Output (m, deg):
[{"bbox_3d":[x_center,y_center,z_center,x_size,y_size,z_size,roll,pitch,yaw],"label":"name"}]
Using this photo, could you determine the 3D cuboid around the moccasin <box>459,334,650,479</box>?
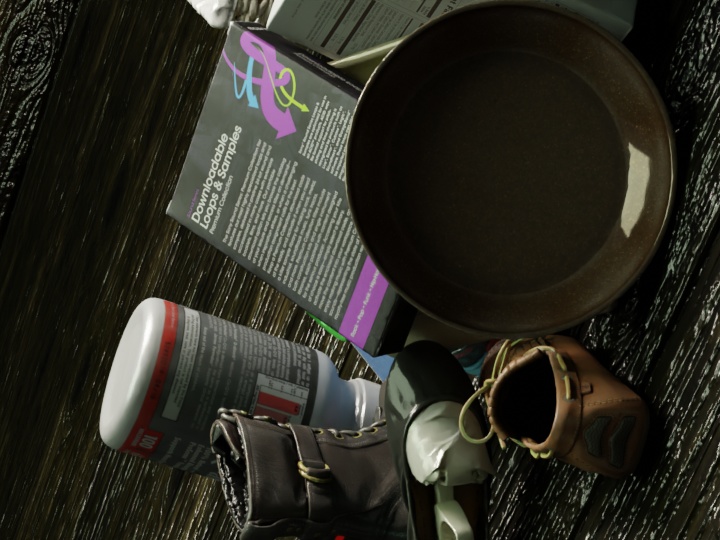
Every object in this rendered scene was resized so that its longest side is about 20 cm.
[{"bbox_3d":[0.107,0.079,1.340,0.201,0.077,0.074,-128,53,-71],"label":"moccasin"}]

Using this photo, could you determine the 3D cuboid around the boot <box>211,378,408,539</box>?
[{"bbox_3d":[-0.018,0.121,1.511,0.201,0.173,0.070,-103,32,-54],"label":"boot"}]

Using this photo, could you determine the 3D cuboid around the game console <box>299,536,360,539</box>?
[{"bbox_3d":[-0.003,0.211,1.673,0.178,0.031,0.201,-89,22,-48],"label":"game console"}]

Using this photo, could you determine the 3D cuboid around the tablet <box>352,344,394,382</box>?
[{"bbox_3d":[0.000,0.000,1.615,0.200,0.014,0.130,51,145,10],"label":"tablet"}]

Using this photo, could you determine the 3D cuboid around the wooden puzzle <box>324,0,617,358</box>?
[{"bbox_3d":[0.060,-0.053,1.397,0.184,0.037,0.202,-15,91,37],"label":"wooden puzzle"}]

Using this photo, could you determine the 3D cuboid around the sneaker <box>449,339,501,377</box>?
[{"bbox_3d":[0.085,-0.013,1.451,0.080,0.095,0.201,-103,32,-54],"label":"sneaker"}]

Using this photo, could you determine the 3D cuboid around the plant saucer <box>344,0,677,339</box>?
[{"bbox_3d":[0.089,-0.060,1.323,0.037,0.198,0.202,108,176,-88],"label":"plant saucer"}]

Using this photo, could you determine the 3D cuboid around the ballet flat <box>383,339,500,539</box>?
[{"bbox_3d":[0.060,0.145,1.407,0.068,0.067,0.202,-169,70,-74],"label":"ballet flat"}]

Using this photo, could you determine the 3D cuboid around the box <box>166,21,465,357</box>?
[{"bbox_3d":[-0.029,-0.056,1.425,0.199,0.036,0.144,33,113,29],"label":"box"}]

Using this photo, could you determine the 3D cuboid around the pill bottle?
[{"bbox_3d":[-0.084,0.103,1.640,0.116,0.198,0.117,-162,90,-76],"label":"pill bottle"}]

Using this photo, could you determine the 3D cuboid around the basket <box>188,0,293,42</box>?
[{"bbox_3d":[-0.056,-0.313,2.007,0.200,0.159,0.200,-129,55,-67],"label":"basket"}]

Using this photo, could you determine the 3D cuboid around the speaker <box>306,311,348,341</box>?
[{"bbox_3d":[0.033,-0.047,1.519,0.200,0.088,0.088,-47,15,-10],"label":"speaker"}]

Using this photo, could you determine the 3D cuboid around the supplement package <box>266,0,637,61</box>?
[{"bbox_3d":[0.069,-0.212,1.442,0.151,0.199,0.153,-51,19,52],"label":"supplement package"}]
